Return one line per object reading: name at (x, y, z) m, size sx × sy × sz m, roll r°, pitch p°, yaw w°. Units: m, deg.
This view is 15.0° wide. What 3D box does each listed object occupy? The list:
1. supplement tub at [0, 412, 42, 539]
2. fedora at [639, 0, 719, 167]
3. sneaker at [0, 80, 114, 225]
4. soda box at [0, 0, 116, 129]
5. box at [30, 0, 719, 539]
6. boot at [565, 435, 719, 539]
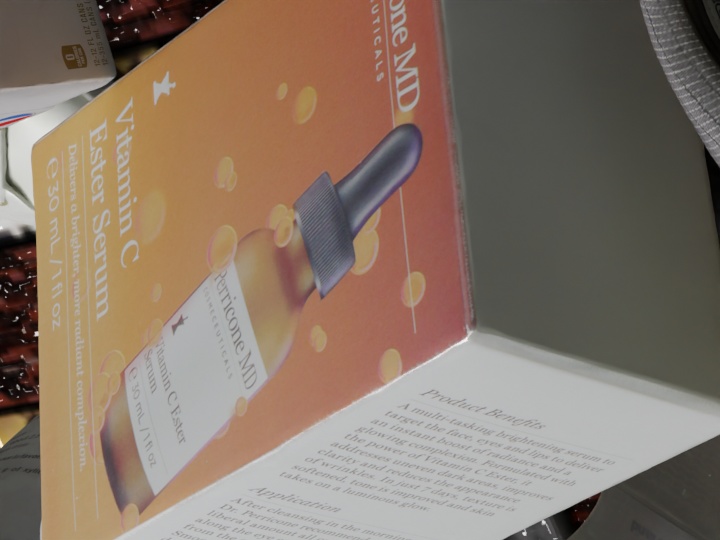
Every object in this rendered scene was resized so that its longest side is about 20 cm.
supplement tub at (-0.084, 0.113, 0.923) m, size 0.131 × 0.200 × 0.132 m, roll 17°, pitch 127°, yaw 24°
fedora at (0.166, -0.085, 0.684) m, size 0.200 × 0.090 × 0.178 m, roll 18°, pitch 103°, yaw 38°
sneaker at (-0.168, -0.047, 0.956) m, size 0.199 × 0.085 × 0.073 m, roll 17°, pitch 125°, yaw 22°
soda box at (-0.145, -0.142, 0.847) m, size 0.064 × 0.068 × 0.201 m, roll -20°, pitch 85°, yaw 40°
box at (0.000, 0.000, 0.810) m, size 0.106 × 0.153 × 0.200 m, roll 17°, pitch 146°, yaw -36°
boot at (0.105, 0.084, 0.864) m, size 0.074 × 0.075 × 0.200 m, roll 36°, pitch 138°, yaw 20°
